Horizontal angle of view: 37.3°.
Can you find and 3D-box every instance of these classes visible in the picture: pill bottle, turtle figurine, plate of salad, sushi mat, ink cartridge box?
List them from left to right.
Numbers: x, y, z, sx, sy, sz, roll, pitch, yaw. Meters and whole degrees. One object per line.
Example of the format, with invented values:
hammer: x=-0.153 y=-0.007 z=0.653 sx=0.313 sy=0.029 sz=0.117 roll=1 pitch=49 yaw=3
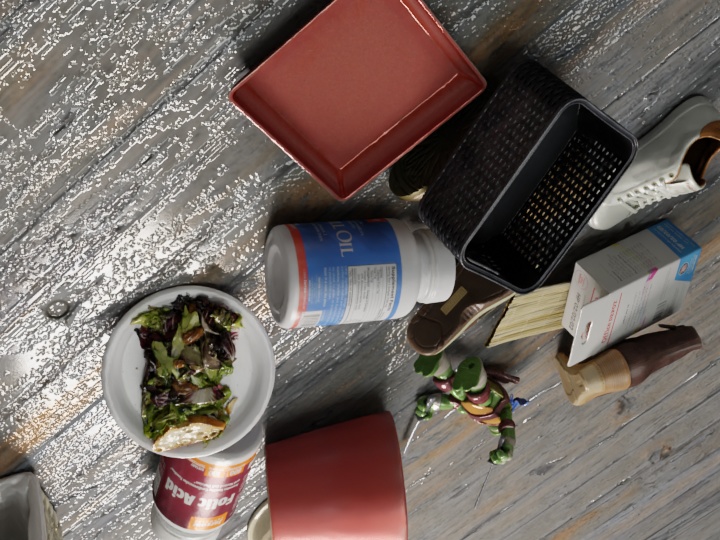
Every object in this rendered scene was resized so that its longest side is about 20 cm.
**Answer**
plate of salad: x=-0.192 y=0.119 z=1.202 sx=0.196 sy=0.048 sz=0.204 roll=-3 pitch=103 yaw=-11
pill bottle: x=-0.199 y=0.254 z=1.339 sx=0.112 sy=0.115 sz=0.202 roll=2 pitch=131 yaw=-25
pill bottle: x=0.000 y=0.000 z=1.180 sx=0.196 sy=0.113 sz=0.114 roll=-5 pitch=135 yaw=-21
turtle figurine: x=0.132 y=0.200 z=1.415 sx=0.198 sy=0.145 sz=0.195 roll=-31 pitch=133 yaw=3
sushi mat: x=0.249 y=0.049 z=1.377 sx=0.197 sy=0.012 sz=0.097 roll=-10 pitch=137 yaw=-35
ink cartridge box: x=0.326 y=0.028 z=1.352 sx=0.197 sy=0.068 sz=0.117 roll=-23 pitch=139 yaw=-24

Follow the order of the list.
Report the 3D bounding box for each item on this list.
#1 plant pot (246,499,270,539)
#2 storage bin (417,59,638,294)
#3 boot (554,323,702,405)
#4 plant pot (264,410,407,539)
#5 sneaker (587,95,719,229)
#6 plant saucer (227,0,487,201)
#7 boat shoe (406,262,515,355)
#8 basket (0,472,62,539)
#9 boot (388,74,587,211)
plant pot: x=-0.049 y=0.432 z=1.531 sx=0.196 sy=0.185 sz=0.203 roll=-12 pitch=136 yaw=-12
storage bin: x=0.170 y=-0.093 z=1.095 sx=0.134 sy=0.094 sz=0.201 roll=22 pitch=110 yaw=-41
boot: x=0.354 y=0.122 z=1.426 sx=0.163 sy=0.074 sz=0.200 roll=-20 pitch=179 yaw=-3
plant pot: x=-0.036 y=0.296 z=1.411 sx=0.173 sy=0.203 sz=0.203 roll=-5 pitch=135 yaw=-6
sneaker: x=0.345 y=-0.108 z=1.248 sx=0.072 sy=0.085 sz=0.200 roll=20 pitch=123 yaw=-39
plant saucer: x=-0.002 y=-0.186 z=1.050 sx=0.198 sy=0.037 sz=0.200 roll=-37 pitch=135 yaw=14
boat shoe: x=0.139 y=0.023 z=1.309 sx=0.201 sy=0.075 sz=0.075 roll=-38 pitch=170 yaw=6
basket: x=-0.466 y=0.360 z=1.312 sx=0.196 sy=0.137 sz=0.124 roll=-19 pitch=140 yaw=-4
boot: x=0.150 y=-0.101 z=1.181 sx=0.174 sy=0.067 sz=0.199 roll=-39 pitch=137 yaw=16
